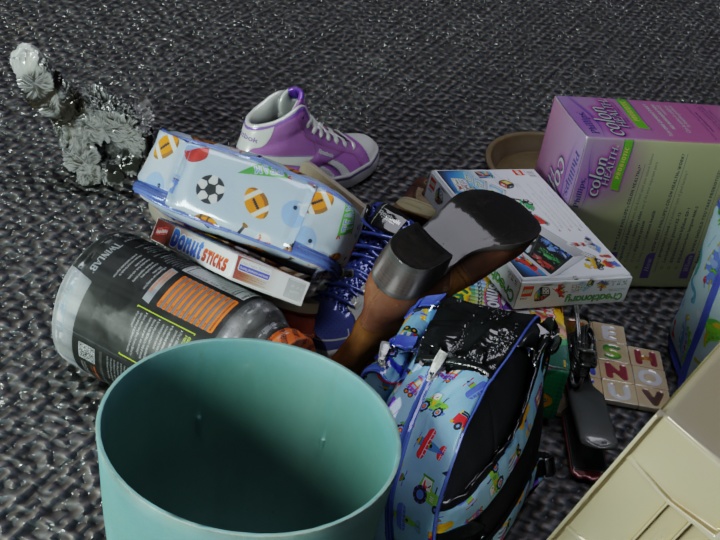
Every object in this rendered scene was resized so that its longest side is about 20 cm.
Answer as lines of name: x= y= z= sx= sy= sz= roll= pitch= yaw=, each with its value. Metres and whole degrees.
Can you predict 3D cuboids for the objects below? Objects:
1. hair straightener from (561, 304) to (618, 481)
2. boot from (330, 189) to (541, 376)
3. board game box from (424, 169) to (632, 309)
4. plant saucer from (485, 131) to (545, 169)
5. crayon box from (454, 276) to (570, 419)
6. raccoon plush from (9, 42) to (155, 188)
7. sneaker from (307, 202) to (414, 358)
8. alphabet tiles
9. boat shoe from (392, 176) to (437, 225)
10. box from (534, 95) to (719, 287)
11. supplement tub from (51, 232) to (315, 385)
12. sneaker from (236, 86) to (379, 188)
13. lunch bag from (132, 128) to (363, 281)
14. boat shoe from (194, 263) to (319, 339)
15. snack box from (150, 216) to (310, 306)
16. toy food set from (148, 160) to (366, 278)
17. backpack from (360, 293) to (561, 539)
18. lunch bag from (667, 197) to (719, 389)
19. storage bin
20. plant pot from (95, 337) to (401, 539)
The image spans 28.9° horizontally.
hair straightener: x=0.206 y=0.094 z=1.247 sx=0.041 sy=0.077 sz=0.201 roll=10 pitch=36 yaw=0
boot: x=0.055 y=0.033 z=1.202 sx=0.068 sy=0.201 sz=0.188 roll=43 pitch=44 yaw=16
board game box: x=0.161 y=-0.036 z=1.368 sx=0.125 sy=0.035 sz=0.200 roll=-2 pitch=35 yaw=-25
plant saucer: x=0.242 y=-0.108 z=1.652 sx=0.198 sy=0.030 sz=0.201 roll=9 pitch=32 yaw=-5
crayon box: x=0.127 y=0.049 z=1.312 sx=0.118 sy=0.059 sz=0.200 roll=11 pitch=31 yaw=-3
raccoon plush: x=-0.277 y=-0.182 z=1.461 sx=0.096 sy=0.201 sz=0.134 roll=-21 pitch=31 yaw=7
sneaker: x=0.000 y=0.000 z=1.307 sx=0.080 sy=0.116 sz=0.199 roll=26 pitch=33 yaw=24
alphabet tiles: x=0.196 y=0.089 z=1.334 sx=0.198 sy=0.008 sz=0.168 roll=10 pitch=31 yaw=-2
boat shoe: x=0.130 y=-0.047 z=1.454 sx=0.199 sy=0.072 sz=0.072 roll=22 pitch=62 yaw=27
box: x=0.289 y=-0.081 z=1.481 sx=0.198 sy=0.177 sz=0.097 roll=0 pitch=33 yaw=-18
supplement tub: x=-0.145 y=0.058 z=1.153 sx=0.199 sy=0.123 sz=0.122 roll=25 pitch=33 yaw=21
sneaker: x=-0.049 y=-0.148 z=1.536 sx=0.200 sy=0.115 sz=0.073 roll=-17 pitch=40 yaw=-41
lunch bag: x=-0.090 y=-0.051 z=1.207 sx=0.199 sy=0.076 sz=0.160 roll=24 pitch=-5 yaw=3
boat shoe: x=-0.122 y=0.034 z=1.254 sx=0.199 sy=0.063 sz=0.071 roll=17 pitch=10 yaw=34
snack box: x=-0.117 y=-0.009 z=1.208 sx=0.072 sy=0.024 sz=0.200 roll=21 pitch=1 yaw=-29
toy food set: x=-0.095 y=-0.052 z=1.406 sx=0.199 sy=0.061 sz=0.143 roll=-17 pitch=41 yaw=-35
backpack: x=0.061 y=0.139 z=1.054 sx=0.134 sy=0.184 sz=0.200 roll=15 pitch=41 yaw=21
lunch bag: x=0.369 y=0.057 z=1.288 sx=0.126 sy=0.171 sz=0.201 roll=7 pitch=33 yaw=-8
storage bin: x=0.246 y=0.157 z=1.063 sx=0.094 sy=0.199 sz=0.200 roll=41 pitch=38 yaw=13
plant pot: x=-0.083 y=0.169 z=0.952 sx=0.199 sy=0.162 sz=0.201 roll=7 pitch=33 yaw=-5
